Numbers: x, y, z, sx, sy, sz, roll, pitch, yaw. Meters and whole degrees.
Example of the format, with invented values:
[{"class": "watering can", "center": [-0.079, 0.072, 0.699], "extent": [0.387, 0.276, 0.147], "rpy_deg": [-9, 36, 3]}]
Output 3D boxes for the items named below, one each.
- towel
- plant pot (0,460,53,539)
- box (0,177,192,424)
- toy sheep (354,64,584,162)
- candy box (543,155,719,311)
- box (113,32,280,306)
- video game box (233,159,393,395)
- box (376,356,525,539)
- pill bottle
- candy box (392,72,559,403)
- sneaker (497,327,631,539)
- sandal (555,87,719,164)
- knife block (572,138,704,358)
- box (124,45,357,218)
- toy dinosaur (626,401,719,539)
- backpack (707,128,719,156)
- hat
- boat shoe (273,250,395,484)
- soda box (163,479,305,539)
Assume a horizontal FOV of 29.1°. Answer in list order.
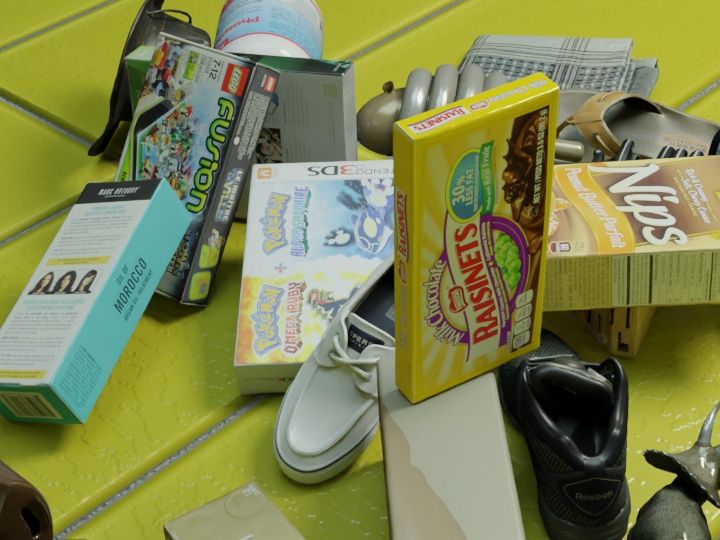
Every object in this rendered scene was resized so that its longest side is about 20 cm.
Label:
[{"class": "towel", "center": [0.183, -0.177, 1.348], "extent": [0.199, 0.035, 0.193], "rpy_deg": [9, 37, 17]}, {"class": "plant pot", "center": [-0.306, 0.150, 0.827], "extent": [0.198, 0.201, 0.200], "rpy_deg": [26, 45, 26]}, {"class": "box", "center": [-0.207, 0.020, 1.046], "extent": [0.082, 0.049, 0.201], "rpy_deg": [-1, 49, 32]}, {"class": "toy sheep", "center": [0.092, -0.112, 1.194], "extent": [0.199, 0.138, 0.138], "rpy_deg": [12, 36, -1]}, {"class": "candy box", "center": [0.183, -0.027, 1.010], "extent": [0.199, 0.055, 0.116], "rpy_deg": [-4, 38, 7]}, {"class": "box", "center": [-0.145, -0.083, 1.130], "extent": [0.110, 0.201, 0.035], "rpy_deg": [21, 5, 32]}, {"class": "video game box", "center": [0.000, 0.000, 1.069], "extent": [0.181, 0.047, 0.201], "rpy_deg": [-3, 52, 6]}, {"class": "box", "center": [0.055, 0.147, 0.860], "extent": [0.077, 0.095, 0.200], "rpy_deg": [-5, 34, 0]}, {"class": "pill bottle", "center": [-0.091, -0.195, 1.341], "extent": [0.108, 0.109, 0.200], "rpy_deg": [-3, 35, 2]}, {"class": "candy box", "center": [0.068, -0.015, 0.834], "extent": [0.102, 0.201, 0.026], "rpy_deg": [-20, 42, -21]}, {"class": "sneaker", "center": [0.137, 0.079, 0.929], "extent": [0.076, 0.115, 0.200], "rpy_deg": [-3, 33, -1]}, {"class": "sandal", "center": [0.233, -0.124, 1.226], "extent": [0.199, 0.054, 0.081], "rpy_deg": [12, 75, 17]}, {"class": "knife block", "center": [0.232, -0.030, 1.111], "extent": [0.175, 0.064, 0.200], "rpy_deg": [-16, 37, -14]}, {"class": "box", "center": [-0.101, -0.115, 1.200], "extent": [0.199, 0.145, 0.036], "rpy_deg": [7, 30, 14]}, {"class": "toy dinosaur", "center": [0.179, 0.173, 0.800], "extent": [0.077, 0.103, 0.200], "rpy_deg": [6, 36, 15]}, {"class": "backpack", "center": [0.352, -0.042, 1.068], "extent": [0.162, 0.154, 0.201], "rpy_deg": [9, 50, 8]}, {"class": "hat", "center": [-0.186, -0.183, 1.311], "extent": [0.081, 0.201, 0.201], "rpy_deg": [22, 35, -9]}, {"class": "boat shoe", "center": [0.001, 0.053, 0.962], "extent": [0.073, 0.065, 0.200], "rpy_deg": [26, 71, 15]}, {"class": "soda box", "center": [-0.039, 0.212, 0.804], "extent": [0.068, 0.064, 0.200], "rpy_deg": [-23, 40, -24]}]
